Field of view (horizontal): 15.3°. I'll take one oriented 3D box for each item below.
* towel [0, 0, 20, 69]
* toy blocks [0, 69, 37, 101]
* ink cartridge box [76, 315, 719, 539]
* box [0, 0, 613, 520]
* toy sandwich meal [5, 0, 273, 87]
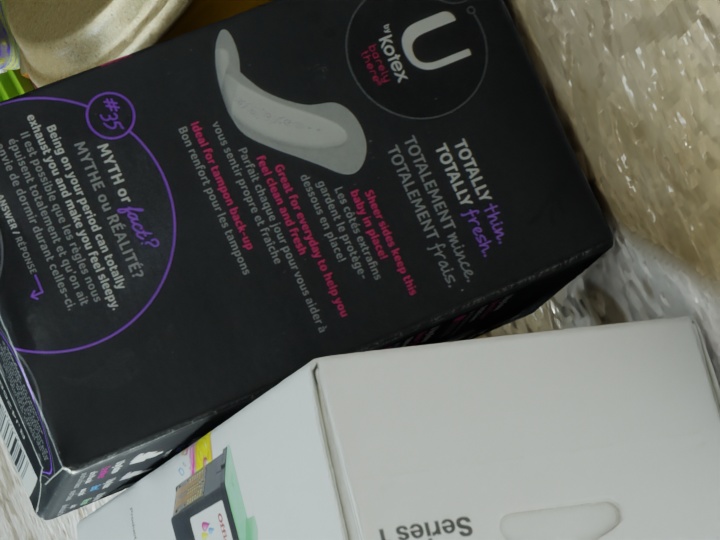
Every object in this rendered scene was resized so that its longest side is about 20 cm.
[{"bbox_3d":[-0.167,-0.146,1.076,0.200,0.023,0.144,-19,-70,-69],"label":"towel"},{"bbox_3d":[-0.140,-0.139,1.312,0.200,0.100,0.137,59,151,31],"label":"toy blocks"},{"bbox_3d":[0.013,0.087,0.880,0.200,0.144,0.084,-36,64,57],"label":"ink cartridge box"},{"bbox_3d":[-0.037,-0.014,0.905,0.123,0.199,0.106,66,164,8],"label":"box"},{"bbox_3d":[-0.065,-0.138,0.994,0.205,0.070,0.206,-39,38,39],"label":"toy sandwich meal"}]
